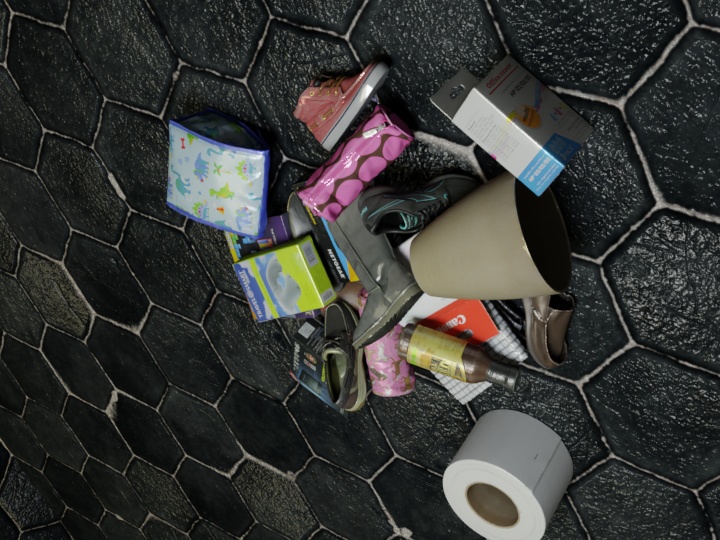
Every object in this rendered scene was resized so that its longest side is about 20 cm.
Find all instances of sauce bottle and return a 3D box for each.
[{"bbox_3d":[0.157,0.141,1.471,0.197,0.065,0.065,17,132,20],"label":"sauce bottle"}]

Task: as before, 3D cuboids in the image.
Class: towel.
[{"bbox_3d":[0.185,0.109,1.549,0.166,0.085,0.200,49,134,7],"label":"towel"}]

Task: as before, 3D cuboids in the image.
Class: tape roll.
[{"bbox_3d":[0.264,0.371,1.655,0.200,0.139,0.205,22,134,24],"label":"tape roll"}]

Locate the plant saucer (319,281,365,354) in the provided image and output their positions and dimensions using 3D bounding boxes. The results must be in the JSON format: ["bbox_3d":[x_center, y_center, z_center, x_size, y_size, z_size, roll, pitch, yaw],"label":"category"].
[{"bbox_3d":[-0.003,0.111,1.737,0.198,0.037,0.203,21,133,24],"label":"plant saucer"}]

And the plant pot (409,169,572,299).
[{"bbox_3d":[0.176,-0.035,1.332,0.198,0.188,0.189,-17,112,31],"label":"plant pot"}]

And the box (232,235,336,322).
[{"bbox_3d":[-0.146,0.019,1.660,0.198,0.048,0.124,-15,103,41],"label":"box"}]

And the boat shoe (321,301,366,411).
[{"bbox_3d":[-0.036,0.147,1.642,0.071,0.066,0.204,-22,66,32],"label":"boat shoe"}]

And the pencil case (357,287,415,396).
[{"bbox_3d":[0.048,0.123,1.640,0.085,0.083,0.203,-1,109,19],"label":"pencil case"}]

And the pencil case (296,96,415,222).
[{"bbox_3d":[-0.011,-0.163,1.416,0.091,0.094,0.200,43,104,-2],"label":"pencil case"}]

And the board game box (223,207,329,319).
[{"bbox_3d":[-0.159,-0.011,1.724,0.164,0.056,0.203,-4,110,42],"label":"board game box"}]

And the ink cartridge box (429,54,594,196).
[{"bbox_3d":[0.205,-0.212,1.252,0.199,0.115,0.068,41,138,4],"label":"ink cartridge box"}]

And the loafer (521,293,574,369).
[{"bbox_3d":[0.296,0.070,1.436,0.070,0.073,0.202,4,125,36],"label":"loafer"}]

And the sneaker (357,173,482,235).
[{"bbox_3d":[0.096,-0.091,1.409,0.196,0.080,0.076,-10,129,2],"label":"sneaker"}]

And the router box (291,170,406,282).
[{"bbox_3d":[-0.011,-0.082,1.574,0.148,0.051,0.202,-9,117,40],"label":"router box"}]

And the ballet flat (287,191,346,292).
[{"bbox_3d":[-0.082,-0.050,1.658,0.066,0.057,0.203,-22,107,1],"label":"ballet flat"}]

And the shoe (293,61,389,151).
[{"bbox_3d":[-0.035,-0.273,1.428,0.091,0.072,0.200,42,142,-2],"label":"shoe"}]

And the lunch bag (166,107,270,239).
[{"bbox_3d":[-0.236,-0.168,1.619,0.198,0.127,0.172,28,127,31],"label":"lunch bag"}]

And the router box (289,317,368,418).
[{"bbox_3d":[-0.060,0.189,1.781,0.149,0.062,0.201,34,154,13],"label":"router box"}]

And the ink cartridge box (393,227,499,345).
[{"bbox_3d":[0.109,0.049,1.491,0.162,0.057,0.202,-34,82,44],"label":"ink cartridge box"}]

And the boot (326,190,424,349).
[{"bbox_3d":[0.001,0.000,1.485,0.182,0.072,0.201,-47,72,27],"label":"boot"}]
